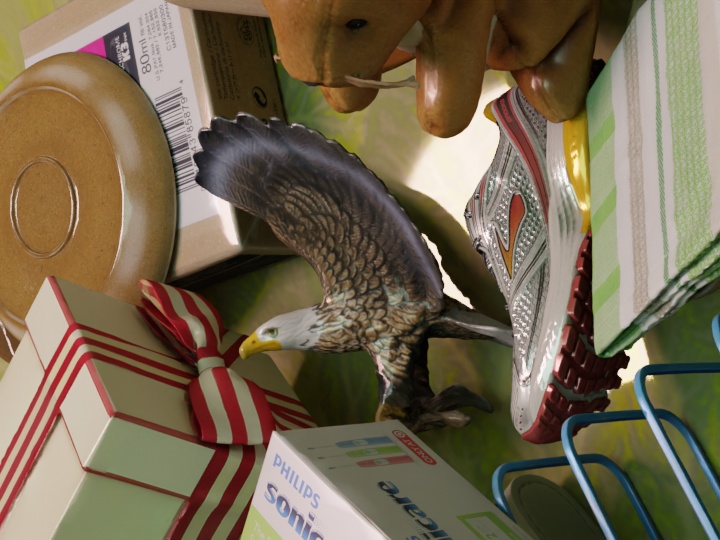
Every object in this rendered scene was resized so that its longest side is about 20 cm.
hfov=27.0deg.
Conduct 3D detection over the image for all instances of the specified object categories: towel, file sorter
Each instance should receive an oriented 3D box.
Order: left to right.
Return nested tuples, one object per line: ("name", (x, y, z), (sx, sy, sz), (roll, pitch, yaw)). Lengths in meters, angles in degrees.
("towel", (0.142, -0.061, 0.640), (0.200, 0.030, 0.151), (117, 158, -66))
("file sorter", (0.181, 0.096, 0.697), (0.200, 0.138, 0.124), (-40, 65, 31))

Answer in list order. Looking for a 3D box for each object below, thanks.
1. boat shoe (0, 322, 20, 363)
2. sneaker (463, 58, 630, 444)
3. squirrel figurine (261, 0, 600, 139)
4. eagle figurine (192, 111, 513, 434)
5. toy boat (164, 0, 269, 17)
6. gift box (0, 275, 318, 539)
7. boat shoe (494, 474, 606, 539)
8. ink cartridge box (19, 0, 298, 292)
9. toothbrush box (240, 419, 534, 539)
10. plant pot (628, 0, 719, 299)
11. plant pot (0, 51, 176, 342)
("boat shoe", (-0.177, 0.056, 1.023), (0.199, 0.062, 0.074), (30, 120, 32))
("sneaker", (0.097, -0.008, 0.783), (0.081, 0.078, 0.203), (-7, 66, 32))
("squirrel figurine", (0.025, -0.165, 0.697), (0.141, 0.186, 0.202), (27, 108, 31))
("eagle figurine", (-0.006, 0.002, 0.831), (0.151, 0.150, 0.202), (-24, 83, 46))
("toy boat", (-0.041, -0.226, 0.862), (0.197, 0.131, 0.132), (8, 61, 8))
("gift box", (-0.113, 0.120, 0.865), (0.188, 0.198, 0.185), (-61, 38, 13))
("boat shoe", (0.126, 0.204, 0.786), (0.061, 0.071, 0.202), (-53, 54, 30))
("ink cartridge box", (-0.131, -0.088, 0.977), (0.163, 0.075, 0.203), (-19, 80, 36))
("toothbrush box", (0.001, 0.197, 0.723), (0.145, 0.085, 0.202), (37, 118, 44))
("plant pot", (0.162, -0.086, 0.678), (0.200, 0.027, 0.203), (-175, 90, -80))
("plant pot", (-0.197, -0.040, 0.967), (0.198, 0.027, 0.203), (2, 93, 38))
